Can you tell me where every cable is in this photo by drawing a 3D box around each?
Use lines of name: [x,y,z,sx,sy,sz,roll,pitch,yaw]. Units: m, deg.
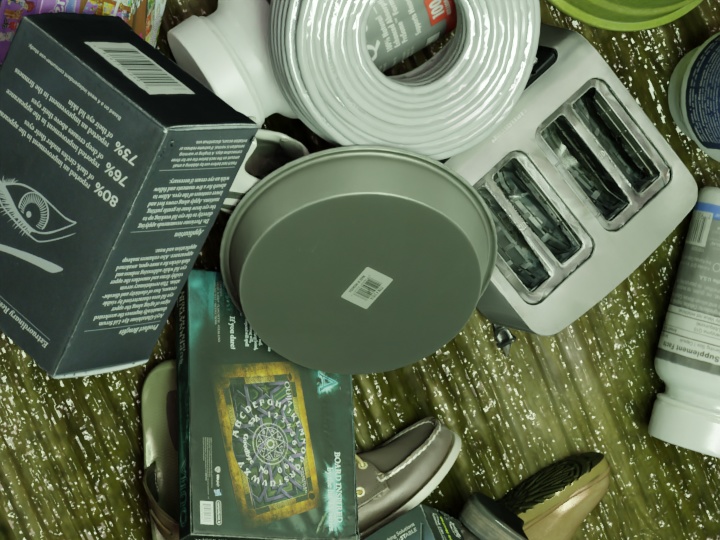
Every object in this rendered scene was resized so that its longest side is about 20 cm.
cable: [0.034,-0.173,1.575,0.199,0.069,0.201,17,99,-25]

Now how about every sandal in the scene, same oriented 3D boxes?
sandal: [-0.129,0.167,1.669,0.079,0.057,0.202,-14,88,15]

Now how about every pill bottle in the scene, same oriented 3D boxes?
pill bottle: [0.308,-0.130,1.708,0.111,0.200,0.112,-2,96,-16]
pill bottle: [0.294,0.044,1.767,0.113,0.114,0.201,13,92,-17]
pill bottle: [-0.032,-0.182,1.650,0.200,0.116,0.116,-32,103,-10]

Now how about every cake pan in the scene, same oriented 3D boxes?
cake pan: [0.000,0.000,1.607,0.199,0.037,0.201,-3,132,-3]

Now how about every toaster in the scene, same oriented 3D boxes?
toaster: [0.134,-0.060,1.709,0.181,0.119,0.200,-41,105,-7]

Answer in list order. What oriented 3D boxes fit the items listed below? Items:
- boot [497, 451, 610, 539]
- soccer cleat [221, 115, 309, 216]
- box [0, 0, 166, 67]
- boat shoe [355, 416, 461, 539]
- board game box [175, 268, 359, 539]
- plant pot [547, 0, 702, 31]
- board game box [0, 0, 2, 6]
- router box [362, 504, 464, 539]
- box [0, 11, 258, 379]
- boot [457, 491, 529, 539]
boot: [0.166,0.265,1.783,0.175,0.066,0.200,-34,103,3]
soccer cleat: [-0.061,-0.059,1.631,0.200,0.085,0.069,35,46,-53]
box: [-0.188,-0.216,1.601,0.137,0.039,0.201,11,93,-59]
boat shoe: [-0.014,0.173,1.717,0.200,0.072,0.060,-37,107,-3]
board game box: [-0.069,0.102,1.666,0.135,0.028,0.201,7,70,-25]
plant pot: [0.230,-0.277,1.679,0.199,0.184,0.201,-2,97,-16]
board game box: [-0.318,-0.143,1.601,0.199,0.062,0.201,-26,101,-12]
router box: [0.007,0.286,1.647,0.200,0.150,0.062,-34,146,16]
box: [-0.185,-0.051,1.530,0.104,0.148,0.201,-8,131,-56]
boot: [0.095,0.282,1.718,0.200,0.069,0.174,39,99,-2]
